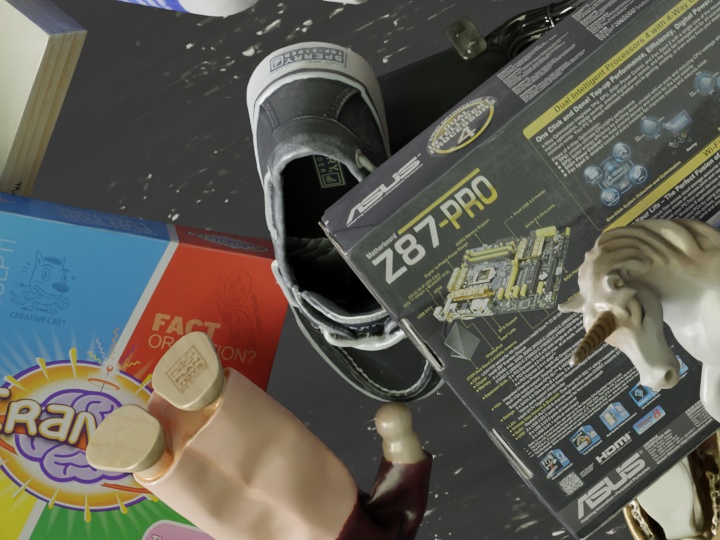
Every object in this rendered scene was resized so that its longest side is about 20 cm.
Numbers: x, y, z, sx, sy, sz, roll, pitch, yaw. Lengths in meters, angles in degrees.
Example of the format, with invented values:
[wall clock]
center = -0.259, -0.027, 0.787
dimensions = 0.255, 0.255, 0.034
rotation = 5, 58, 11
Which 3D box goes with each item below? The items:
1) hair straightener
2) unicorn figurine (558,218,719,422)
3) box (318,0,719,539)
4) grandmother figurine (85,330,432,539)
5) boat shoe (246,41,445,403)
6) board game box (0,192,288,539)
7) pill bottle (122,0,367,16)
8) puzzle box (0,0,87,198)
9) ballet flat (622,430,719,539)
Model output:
[hair straightener]
center = 0.065, -0.079, 1.074
dimensions = 0.200, 0.077, 0.041
rotation = -16, 81, 25
[unicorn figurine]
center = 0.157, 0.010, 0.998
dimensions = 0.137, 0.200, 0.074
rotation = 55, 162, -25
[box]
center = 0.110, -0.018, 1.032
dimensions = 0.200, 0.049, 0.161
rotation = -40, 116, 2
[grandmother figurine]
center = -0.018, 0.106, 1.155
dimensions = 0.121, 0.061, 0.200
rotation = -42, 123, 6
[boat shoe]
center = 0.000, 0.000, 1.093
dimensions = 0.072, 0.068, 0.200
rotation = -9, 138, 5
[board game box]
center = -0.124, 0.074, 1.154
dimensions = 0.153, 0.040, 0.200
rotation = 10, 101, -23
[pill bottle]
center = -0.086, -0.162, 1.077
dimensions = 0.200, 0.112, 0.112
rotation = 11, 114, 14
[puzzle box]
center = -0.199, -0.052, 1.184
dimensions = 0.133, 0.025, 0.200
rotation = 38, 121, 26
[ballet flat]
center = 0.120, 0.034, 1.110
dimensions = 0.069, 0.063, 0.200
rotation = -11, 106, 23
